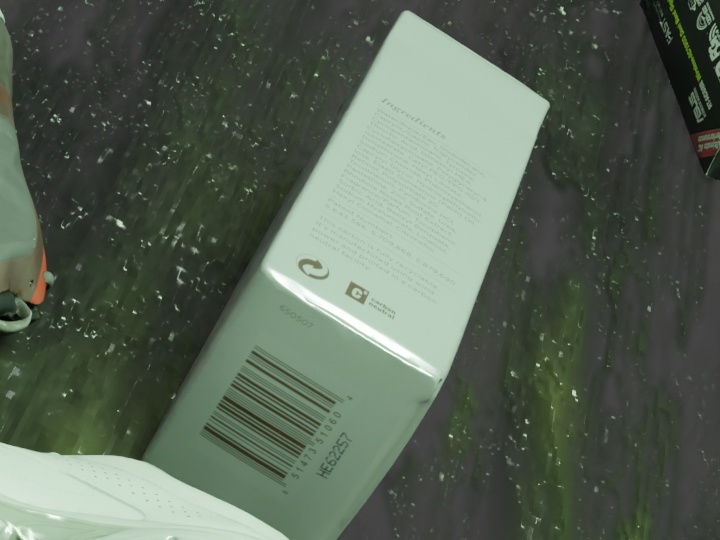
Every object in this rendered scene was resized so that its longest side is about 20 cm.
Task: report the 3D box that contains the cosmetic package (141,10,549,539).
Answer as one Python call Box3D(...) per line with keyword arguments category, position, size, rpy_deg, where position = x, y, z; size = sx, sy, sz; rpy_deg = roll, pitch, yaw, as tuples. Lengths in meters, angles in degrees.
Box3D(category="cosmetic package", position=(0.000, 0.000, 0.747), size=(0.074, 0.102, 0.200), rpy_deg=(32, 35, -3))

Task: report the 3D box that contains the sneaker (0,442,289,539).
Box3D(category="sneaker", position=(-0.105, 0.081, 0.598), size=(0.200, 0.078, 0.099), rpy_deg=(20, 7, -4))

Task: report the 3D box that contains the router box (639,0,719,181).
Box3D(category="router box", position=(0.256, -0.090, 1.104), size=(0.200, 0.062, 0.150), rpy_deg=(17, 38, -22))

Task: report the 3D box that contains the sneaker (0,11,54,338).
Box3D(category="sneaker", position=(-0.141, -0.014, 0.695), size=(0.082, 0.077, 0.200), rpy_deg=(48, 27, -28))
